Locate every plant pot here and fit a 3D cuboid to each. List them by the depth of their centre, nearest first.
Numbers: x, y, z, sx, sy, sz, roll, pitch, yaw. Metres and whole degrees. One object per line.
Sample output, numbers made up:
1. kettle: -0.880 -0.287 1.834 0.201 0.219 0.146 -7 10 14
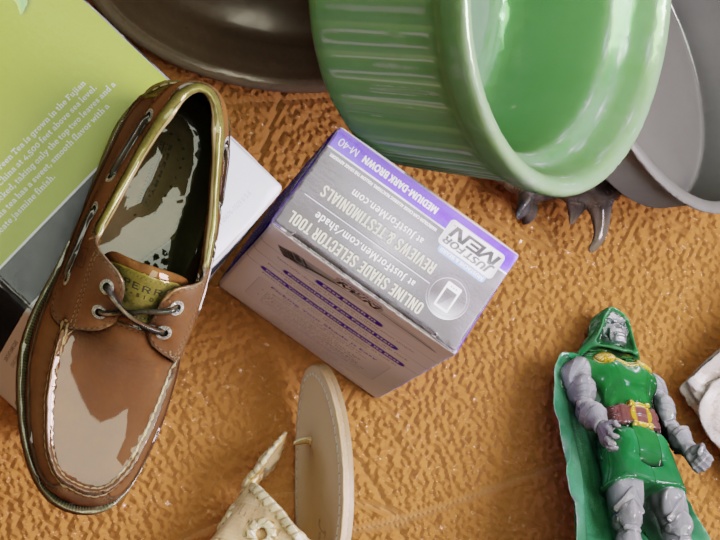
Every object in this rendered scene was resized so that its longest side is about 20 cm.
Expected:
1. plant pot: -0.037 -0.219 1.546 0.200 0.200 0.175 17 58 -9

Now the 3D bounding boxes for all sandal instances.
1. sandal: -0.046 0.152 1.504 0.069 0.078 0.212 1 82 -19

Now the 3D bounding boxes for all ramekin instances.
1. ramekin: 0.061 -0.137 1.408 0.200 0.097 0.201 -9 101 -56

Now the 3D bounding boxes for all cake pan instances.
1. cake pan: 0.151 -0.121 1.580 0.200 0.037 0.201 32 49 -45

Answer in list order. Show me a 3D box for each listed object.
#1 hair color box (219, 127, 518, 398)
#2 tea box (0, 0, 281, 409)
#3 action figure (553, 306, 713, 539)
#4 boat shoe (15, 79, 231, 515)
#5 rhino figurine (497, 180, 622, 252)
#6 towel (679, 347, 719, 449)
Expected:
1. hair color box: 0.000 0.000 1.483 0.109 0.200 0.065 35 79 -4
2. tea box: -0.167 -0.040 1.453 0.197 0.200 0.134 44 72 0
3. action figure: 0.144 0.102 1.544 0.118 0.055 0.200 15 45 -29
4. boat shoe: -0.106 0.009 1.317 0.072 0.068 0.201 14 78 -14
5. rhino figurine: 0.085 -0.101 1.601 0.087 0.060 0.200 -25 85 0
6. towel: 0.281 0.094 1.596 0.133 0.034 0.200 -44 92 3
